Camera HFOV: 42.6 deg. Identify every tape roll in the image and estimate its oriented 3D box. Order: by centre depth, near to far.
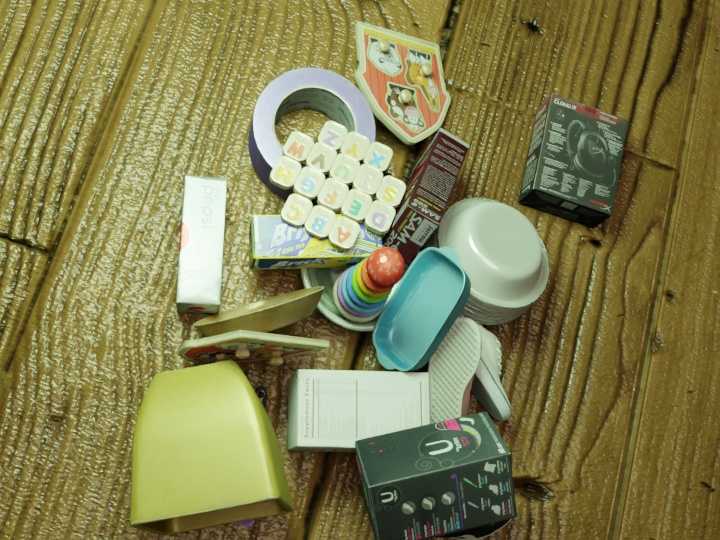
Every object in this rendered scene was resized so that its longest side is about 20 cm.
[{"bbox_3d":[-0.079,-0.215,1.483,0.196,0.085,0.204,4,74,-12],"label":"tape roll"}]

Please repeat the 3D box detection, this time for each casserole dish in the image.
[{"bbox_3d":[0.095,0.061,1.374,0.039,0.121,0.202,24,101,-41],"label":"casserole dish"}]

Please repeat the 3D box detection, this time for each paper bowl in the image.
[{"bbox_3d":[0.207,-0.025,1.459,0.197,0.105,0.203,11,56,-17],"label":"paper bowl"}]

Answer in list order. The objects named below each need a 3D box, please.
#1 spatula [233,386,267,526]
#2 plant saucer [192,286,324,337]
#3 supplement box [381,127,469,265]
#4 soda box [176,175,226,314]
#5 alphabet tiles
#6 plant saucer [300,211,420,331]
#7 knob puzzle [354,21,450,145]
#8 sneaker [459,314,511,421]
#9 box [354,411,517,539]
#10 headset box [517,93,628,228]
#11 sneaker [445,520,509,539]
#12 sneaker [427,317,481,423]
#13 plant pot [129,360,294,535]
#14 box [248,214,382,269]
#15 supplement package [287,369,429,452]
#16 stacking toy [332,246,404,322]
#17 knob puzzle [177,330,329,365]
[{"bbox_3d":[-0.166,0.271,1.366,0.055,0.021,0.203,10,72,-2],"label":"spatula"},{"bbox_3d":[-0.143,0.067,1.339,0.197,0.200,0.036,-16,94,-16],"label":"plant saucer"},{"bbox_3d":[0.102,-0.118,1.448,0.060,0.109,0.201,28,47,-5],"label":"supplement box"},{"bbox_3d":[-0.243,-0.039,1.410,0.067,0.063,0.204,4,74,-11],"label":"soda box"},{"bbox_3d":[-0.033,-0.134,1.399,0.198,0.015,0.198,25,63,0],"label":"alphabet tiles"},{"bbox_3d":[0.000,0.000,1.461,0.196,0.050,0.204,3,74,-11],"label":"plant saucer"},{"bbox_3d":[0.078,-0.306,1.529,0.217,0.030,0.223,14,65,-33],"label":"knob puzzle"},{"bbox_3d":[0.194,0.136,1.455,0.070,0.073,0.202,-26,82,-14],"label":"sneaker"},{"bbox_3d":[0.102,0.286,1.272,0.197,0.122,0.108,-12,111,-6],"label":"box"},{"bbox_3d":[0.366,-0.196,1.580,0.146,0.077,0.203,16,72,-8],"label":"headset box"},{"bbox_3d":[0.148,0.365,1.363,0.196,0.112,0.074,-3,77,-13],"label":"sneaker"},{"bbox_3d":[0.136,0.169,1.410,0.074,0.105,0.204,11,91,5],"label":"sneaker"},{"bbox_3d":[-0.206,0.239,1.268,0.192,0.195,0.203,-9,71,-1],"label":"plant pot"},{"bbox_3d":[-0.069,-0.044,1.398,0.196,0.064,0.071,-1,75,-12],"label":"box"},{"bbox_3d":[-0.005,0.210,1.371,0.196,0.110,0.116,4,75,-12],"label":"supplement package"},{"bbox_3d":[0.015,0.013,1.328,0.084,0.200,0.087,3,74,-11],"label":"stacking toy"},{"bbox_3d":[-0.173,0.123,1.323,0.216,0.220,0.031,-1,76,-12],"label":"knob puzzle"}]
